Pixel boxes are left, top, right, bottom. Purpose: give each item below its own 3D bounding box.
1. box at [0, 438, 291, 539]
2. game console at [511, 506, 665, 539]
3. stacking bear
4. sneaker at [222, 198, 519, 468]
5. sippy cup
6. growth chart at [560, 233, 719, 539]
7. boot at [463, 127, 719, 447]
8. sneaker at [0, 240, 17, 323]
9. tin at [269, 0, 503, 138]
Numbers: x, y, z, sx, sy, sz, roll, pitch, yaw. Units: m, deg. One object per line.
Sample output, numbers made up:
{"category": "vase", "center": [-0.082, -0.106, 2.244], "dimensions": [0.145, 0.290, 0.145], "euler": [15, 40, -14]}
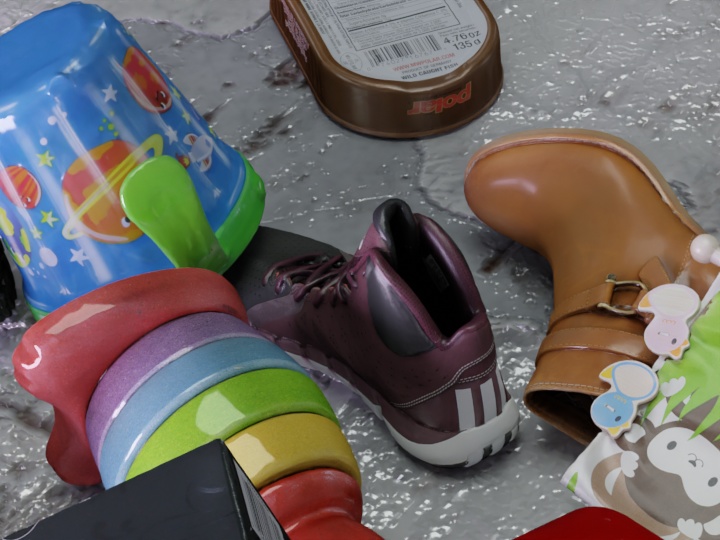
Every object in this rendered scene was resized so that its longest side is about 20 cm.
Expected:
{"category": "box", "center": [-0.099, 0.183, 0.774], "dimensions": [0.199, 0.149, 0.125], "euler": [-25, 41, 5]}
{"category": "game console", "center": [0.106, 0.205, 0.833], "dimensions": [0.200, 0.119, 0.172], "euler": [31, 32, 33]}
{"category": "stacking bear", "center": [-0.050, 0.102, 0.934], "dimensions": [0.113, 0.122, 0.200], "euler": [-30, 56, -16]}
{"category": "sneaker", "center": [0.000, 0.000, 1.030], "dimensions": [0.076, 0.116, 0.200], "euler": [-35, 49, -29]}
{"category": "sippy cup", "center": [-0.136, -0.056, 1.068], "dimensions": [0.177, 0.131, 0.140], "euler": [-10, 36, 33]}
{"category": "growth chart", "center": [0.161, 0.086, 0.934], "dimensions": [0.144, 0.018, 0.201], "euler": [21, 70, 21]}
{"category": "boot", "center": [0.111, 0.013, 1.039], "dimensions": [0.199, 0.074, 0.155], "euler": [16, 50, 27]}
{"category": "sneaker", "center": [-0.239, -0.022, 1.124], "dimensions": [0.089, 0.079, 0.200], "euler": [-22, 35, -8]}
{"category": "tin", "center": [0.013, -0.150, 1.260], "dimensions": [0.111, 0.042, 0.200], "euler": [-13, 41, -14]}
